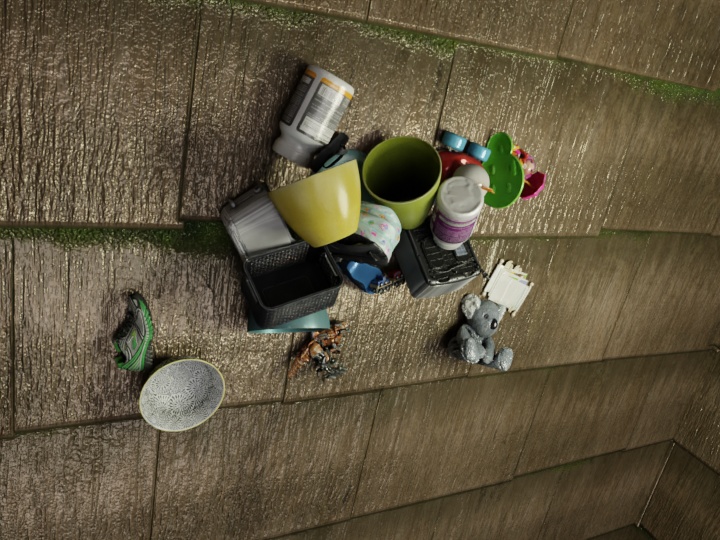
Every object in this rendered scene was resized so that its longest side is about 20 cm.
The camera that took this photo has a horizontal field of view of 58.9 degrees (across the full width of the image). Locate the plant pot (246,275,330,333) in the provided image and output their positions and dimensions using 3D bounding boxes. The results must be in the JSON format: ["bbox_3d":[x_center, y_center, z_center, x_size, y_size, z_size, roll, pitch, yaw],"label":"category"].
[{"bbox_3d":[-0.174,0.078,1.537,0.199,0.200,0.136,2,81,-31],"label":"plant pot"}]

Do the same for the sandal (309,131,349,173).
[{"bbox_3d":[-0.064,-0.254,1.424,0.043,0.200,0.076,39,120,-6],"label":"sandal"}]

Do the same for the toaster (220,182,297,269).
[{"bbox_3d":[-0.229,-0.089,1.449,0.128,0.114,0.201,-28,128,-10],"label":"toaster"}]

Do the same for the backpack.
[{"bbox_3d":[-0.008,-0.090,1.476,0.167,0.199,0.127,47,62,-55],"label":"backpack"}]

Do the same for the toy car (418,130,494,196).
[{"bbox_3d":[0.277,-0.224,1.613,0.176,0.200,0.186,14,108,-34],"label":"toy car"}]

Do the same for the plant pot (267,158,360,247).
[{"bbox_3d":[-0.079,-0.133,1.345,0.199,0.200,0.143,-23,100,-18],"label":"plant pot"}]

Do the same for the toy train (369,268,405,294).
[{"bbox_3d":[0.094,0.019,1.702,0.199,0.034,0.046,-23,117,-46],"label":"toy train"}]

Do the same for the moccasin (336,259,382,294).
[{"bbox_3d":[0.000,0.000,1.648,0.081,0.068,0.200,-57,152,-9],"label":"moccasin"}]

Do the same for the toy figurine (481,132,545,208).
[{"bbox_3d":[0.432,-0.269,1.750,0.183,0.149,0.202,-4,92,-43],"label":"toy figurine"}]

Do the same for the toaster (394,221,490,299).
[{"bbox_3d":[0.208,-0.028,1.682,0.179,0.201,0.119,-13,161,-25],"label":"toaster"}]

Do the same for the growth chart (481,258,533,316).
[{"bbox_3d":[0.462,0.051,1.979,0.199,0.018,0.145,28,98,-37],"label":"growth chart"}]

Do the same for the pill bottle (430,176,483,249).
[{"bbox_3d":[0.227,-0.131,1.544,0.112,0.113,0.200,-29,159,-14],"label":"pill bottle"}]

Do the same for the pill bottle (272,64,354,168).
[{"bbox_3d":[-0.107,-0.333,1.388,0.116,0.116,0.201,22,103,-36],"label":"pill bottle"}]

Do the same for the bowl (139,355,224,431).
[{"bbox_3d":[-0.436,0.275,1.529,0.199,0.094,0.202,-14,121,-24],"label":"bowl"}]

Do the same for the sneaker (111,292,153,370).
[{"bbox_3d":[-0.510,0.143,1.427,0.084,0.078,0.202,-3,116,-28],"label":"sneaker"}]

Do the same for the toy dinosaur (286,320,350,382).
[{"bbox_3d":[-0.109,0.218,1.709,0.199,0.102,0.136,-29,112,8],"label":"toy dinosaur"}]

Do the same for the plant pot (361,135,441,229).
[{"bbox_3d":[0.109,-0.189,1.551,0.187,0.187,0.200,-36,153,-9],"label":"plant pot"}]

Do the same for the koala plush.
[{"bbox_3d":[0.358,0.179,1.919,0.176,0.183,0.202,15,86,-22],"label":"koala plush"}]

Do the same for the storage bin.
[{"bbox_3d":[-0.154,0.029,1.420,0.199,0.136,0.094,-19,155,-24],"label":"storage bin"}]

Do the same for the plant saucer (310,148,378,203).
[{"bbox_3d":[-0.036,-0.195,1.558,0.199,0.027,0.202,-14,121,-24],"label":"plant saucer"}]
